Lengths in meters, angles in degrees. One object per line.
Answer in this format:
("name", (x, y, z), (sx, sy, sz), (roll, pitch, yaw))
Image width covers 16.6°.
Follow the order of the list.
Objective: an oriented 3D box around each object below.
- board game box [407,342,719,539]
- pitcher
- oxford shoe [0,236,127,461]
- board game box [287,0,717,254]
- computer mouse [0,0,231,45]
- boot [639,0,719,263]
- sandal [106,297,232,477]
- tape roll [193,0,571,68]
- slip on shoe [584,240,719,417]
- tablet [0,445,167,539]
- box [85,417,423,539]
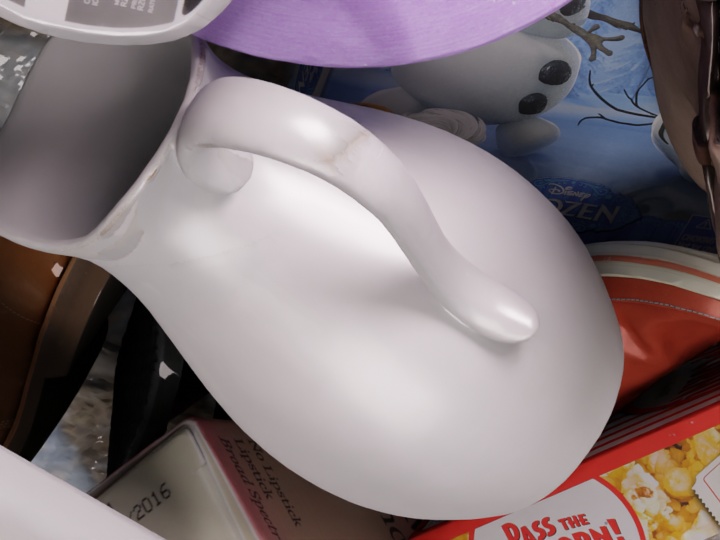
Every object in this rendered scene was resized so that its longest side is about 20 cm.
("board game box", (0.131, 0.060, 0.930), (0.199, 0.151, 0.046), (-26, 94, 21))
("pitcher", (0.000, 0.000, 0.766), (0.200, 0.122, 0.171), (33, 166, -28))
("oxford shoe", (-0.138, 0.029, 0.928), (0.071, 0.071, 0.200), (29, 135, 1))
("board game box", (0.087, -0.080, 0.831), (0.199, 0.043, 0.199), (7, 137, -16))
("computer mouse", (-0.125, -0.106, 0.642), (0.199, 0.044, 0.110), (14, 96, -9))
("boot", (0.119, -0.047, 0.724), (0.070, 0.147, 0.200), (-3, 137, 6))
("sandal", (-0.072, 0.062, 0.960), (0.048, 0.076, 0.201), (3, 149, -8))
("tape roll", (-0.004, -0.156, 0.671), (0.199, 0.066, 0.201), (2, 128, 2))
("slip on shoe", (0.081, 0.031, 0.895), (0.074, 0.061, 0.200), (15, 159, -33))
("tablet", (-0.164, 0.092, 0.802), (0.130, 0.014, 0.200), (-38, 127, 23))
("box", (-0.019, 0.139, 0.932), (0.109, 0.128, 0.200), (-39, 157, 21))
